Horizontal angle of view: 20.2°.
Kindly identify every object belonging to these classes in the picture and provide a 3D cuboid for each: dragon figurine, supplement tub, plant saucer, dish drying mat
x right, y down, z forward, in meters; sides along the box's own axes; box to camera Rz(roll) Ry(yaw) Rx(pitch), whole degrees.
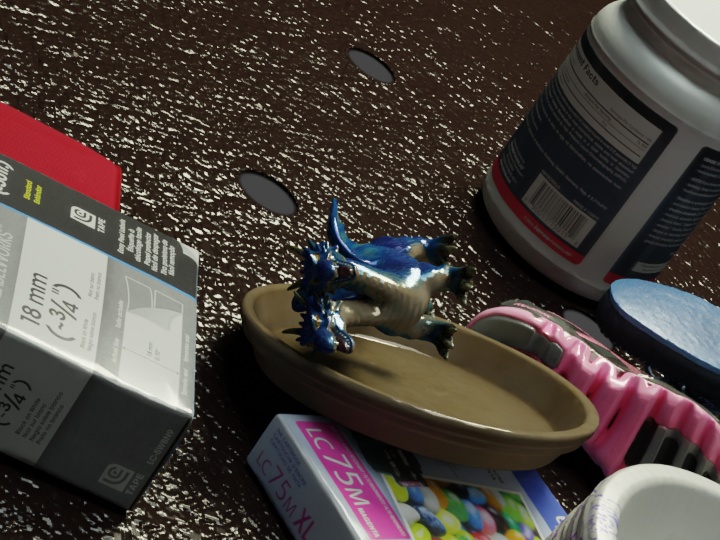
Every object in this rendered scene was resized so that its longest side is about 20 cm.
[{"bbox_3d":[0.000,0.000,1.064,0.099,0.059,0.200,17,14,-11],"label":"dragon figurine"},{"bbox_3d":[0.187,-0.091,1.372,0.140,0.201,0.141,28,26,-15],"label":"supplement tub"},{"bbox_3d":[0.028,0.057,1.066,0.198,0.030,0.200,17,13,-4],"label":"plant saucer"},{"bbox_3d":[-0.218,-0.079,1.075,0.199,0.018,0.077,25,28,-19],"label":"dish drying mat"}]

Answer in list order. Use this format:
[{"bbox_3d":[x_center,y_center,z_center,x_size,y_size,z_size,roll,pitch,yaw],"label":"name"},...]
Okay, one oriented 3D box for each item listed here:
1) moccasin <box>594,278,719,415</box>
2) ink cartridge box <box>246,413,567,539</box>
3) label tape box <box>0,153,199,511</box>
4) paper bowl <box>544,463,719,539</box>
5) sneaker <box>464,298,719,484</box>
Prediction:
[{"bbox_3d":[0.231,0.076,1.301,0.199,0.068,0.081,28,34,-12],"label":"moccasin"},{"bbox_3d":[0.048,0.128,1.023,0.199,0.042,0.120,9,36,-45],"label":"ink cartridge box"},{"bbox_3d":[-0.174,0.008,0.928,0.199,0.064,0.145,27,26,-18],"label":"label tape box"},{"bbox_3d":[0.156,0.198,0.945,0.200,0.105,0.201,29,31,-19],"label":"paper bowl"},{"bbox_3d":[0.149,0.080,1.198,0.199,0.079,0.095,37,14,0],"label":"sneaker"}]
